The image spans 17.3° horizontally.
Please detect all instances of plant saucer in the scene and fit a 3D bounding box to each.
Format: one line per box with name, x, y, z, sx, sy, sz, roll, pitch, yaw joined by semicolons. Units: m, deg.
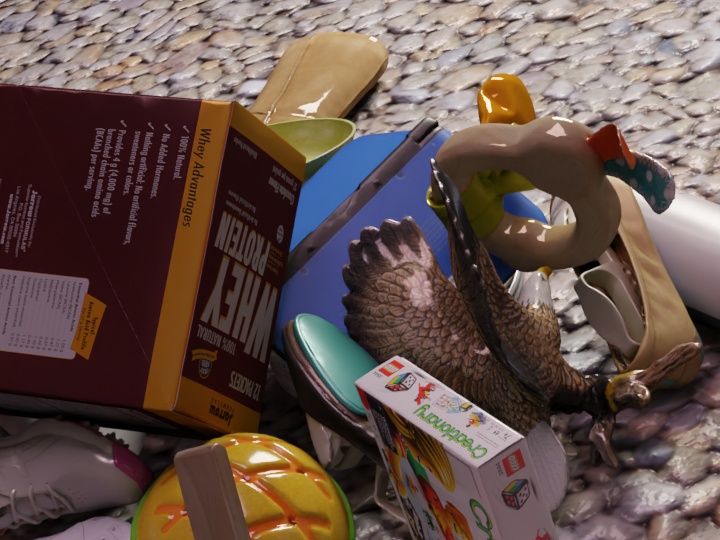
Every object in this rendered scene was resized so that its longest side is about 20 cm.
plant saucer;-0.097;-0.069;1.774;0.200;0.031;0.200;-13;15;4

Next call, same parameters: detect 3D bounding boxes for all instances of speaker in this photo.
speaker;0.251;0.003;1.564;0.081;0.081;0.200;-31;31;-23

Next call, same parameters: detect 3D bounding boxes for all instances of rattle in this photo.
rattle;0.140;-0.086;1.498;0.143;0.130;0.200;-46;2;-35

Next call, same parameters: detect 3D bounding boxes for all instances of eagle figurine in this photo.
eagle figurine;0.085;0.039;1.478;0.152;0.200;0.151;-56;13;15

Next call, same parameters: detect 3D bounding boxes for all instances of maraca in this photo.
maraca;-0.073;0.176;1.416;0.137;0.107;0.200;2;40;3

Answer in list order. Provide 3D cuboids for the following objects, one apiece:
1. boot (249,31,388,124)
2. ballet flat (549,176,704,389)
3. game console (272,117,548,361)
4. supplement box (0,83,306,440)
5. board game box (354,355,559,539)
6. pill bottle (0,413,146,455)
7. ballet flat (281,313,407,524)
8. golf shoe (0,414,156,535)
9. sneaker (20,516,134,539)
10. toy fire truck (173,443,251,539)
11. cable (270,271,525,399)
boot;-0.085;-0.136;2.024;0.175;0.066;0.200;6;35;16
ballet flat;0.163;-0.008;1.565;0.063;0.069;0.200;-1;49;-33
game console;0.000;0.000;1.617;0.171;0.118;0.200;41;70;11
supplement box;-0.163;-0.005;1.501;0.200;0.133;0.198;6;79;20
board game box;0.069;0.153;1.276;0.035;0.200;0.126;-31;30;-19
pill bottle;-0.254;0.101;1.641;0.200;0.112;0.112;-5;31;22
ballet flat;0.012;0.108;1.472;0.200;0.068;0.068;40;25;30
golf shoe;-0.219;0.141;1.506;0.200;0.075;0.092;1;52;36
sneaker;-0.178;0.213;1.434;0.115;0.075;0.200;-22;25;3
toy fire truck;-0.119;0.210;1.295;0.176;0.129;0.200;-1;52;30
cable;0.019;0.021;1.676;0.200;0.069;0.200;-18;30;-1
